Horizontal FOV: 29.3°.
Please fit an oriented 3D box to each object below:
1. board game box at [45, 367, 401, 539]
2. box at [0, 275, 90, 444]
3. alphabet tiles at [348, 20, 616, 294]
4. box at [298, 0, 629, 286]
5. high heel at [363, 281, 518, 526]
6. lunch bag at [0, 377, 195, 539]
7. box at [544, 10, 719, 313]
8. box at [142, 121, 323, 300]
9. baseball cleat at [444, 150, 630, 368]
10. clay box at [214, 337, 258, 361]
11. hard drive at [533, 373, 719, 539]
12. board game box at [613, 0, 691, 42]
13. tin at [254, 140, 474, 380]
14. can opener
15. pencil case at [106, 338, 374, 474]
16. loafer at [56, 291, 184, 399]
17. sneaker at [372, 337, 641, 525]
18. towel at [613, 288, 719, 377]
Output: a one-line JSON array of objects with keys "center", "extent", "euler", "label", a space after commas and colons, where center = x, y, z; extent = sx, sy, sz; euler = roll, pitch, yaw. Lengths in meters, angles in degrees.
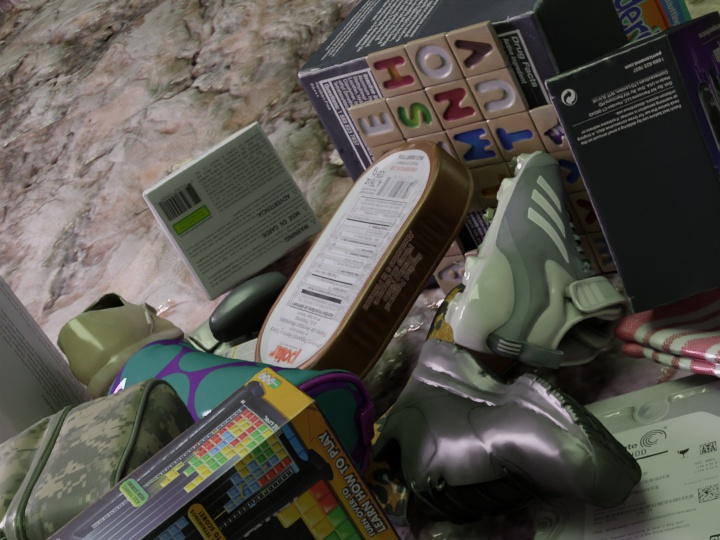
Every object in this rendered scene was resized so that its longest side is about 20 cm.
[{"center": [-0.051, 0.175, 0.650], "extent": [0.165, 0.201, 0.057], "euler": [-39, 29, -16], "label": "board game box"}, {"center": [-0.344, 0.114, 1.062], "extent": [0.199, 0.200, 0.172], "euler": [-29, 26, 5], "label": "box"}, {"center": [0.086, -0.072, 0.945], "extent": [0.166, 0.201, 0.008], "euler": [-9, 32, 37], "label": "alphabet tiles"}, {"center": [0.098, -0.108, 1.000], "extent": [0.198, 0.201, 0.123], "euler": [-7, 33, 37], "label": "box"}, {"center": [0.074, 0.078, 0.858], "extent": [0.199, 0.072, 0.143], "euler": [-29, 35, 2], "label": "high heel"}, {"center": [-0.149, 0.183, 0.746], "extent": [0.167, 0.201, 0.140], "euler": [-19, 25, 14], "label": "lunch bag"}, {"center": [0.193, -0.073, 0.831], "extent": [0.078, 0.142, 0.200], "euler": [-17, 7, 25], "label": "box"}, {"center": [-0.113, -0.052, 1.169], "extent": [0.112, 0.102, 0.200], "euler": [-33, 8, -6], "label": "box"}, {"center": [0.116, -0.001, 0.842], "extent": [0.106, 0.070, 0.200], "euler": [22, 39, 7], "label": "baseball cleat"}, {"center": [-0.073, 0.118, 0.948], "extent": [0.114, 0.048, 0.200], "euler": [-21, 29, 18], "label": "clay box"}, {"center": [0.156, 0.131, 0.699], "extent": [0.139, 0.038, 0.200], "euler": [-18, 28, 22], "label": "hard drive"}, {"center": [0.166, -0.179, 1.107], "extent": [0.199, 0.153, 0.045], "euler": [-32, 25, -3], "label": "board game box"}, {"center": [0.000, 0.000, 0.916], "extent": [0.201, 0.042, 0.112], "euler": [-58, 23, -10], "label": "tin"}, {"center": [-0.135, 0.072, 1.071], "extent": [0.053, 0.067, 0.200], "euler": [34, 69, 32], "label": "can opener"}, {"center": [-0.076, 0.092, 0.846], "extent": [0.092, 0.086, 0.199], "euler": [-2, 5, -38], "label": "pencil case"}, {"center": [-0.193, 0.053, 1.104], "extent": [0.076, 0.068, 0.200], "euler": [-39, 2, -1], "label": "loafer"}, {"center": [0.073, 0.101, 0.735], "extent": [0.091, 0.076, 0.200], "euler": [-53, 22, -10], "label": "sneaker"}, {"center": [0.255, 0.024, 0.744], "extent": [0.146, 0.030, 0.200], "euler": [-24, 19, -29], "label": "towel"}]
